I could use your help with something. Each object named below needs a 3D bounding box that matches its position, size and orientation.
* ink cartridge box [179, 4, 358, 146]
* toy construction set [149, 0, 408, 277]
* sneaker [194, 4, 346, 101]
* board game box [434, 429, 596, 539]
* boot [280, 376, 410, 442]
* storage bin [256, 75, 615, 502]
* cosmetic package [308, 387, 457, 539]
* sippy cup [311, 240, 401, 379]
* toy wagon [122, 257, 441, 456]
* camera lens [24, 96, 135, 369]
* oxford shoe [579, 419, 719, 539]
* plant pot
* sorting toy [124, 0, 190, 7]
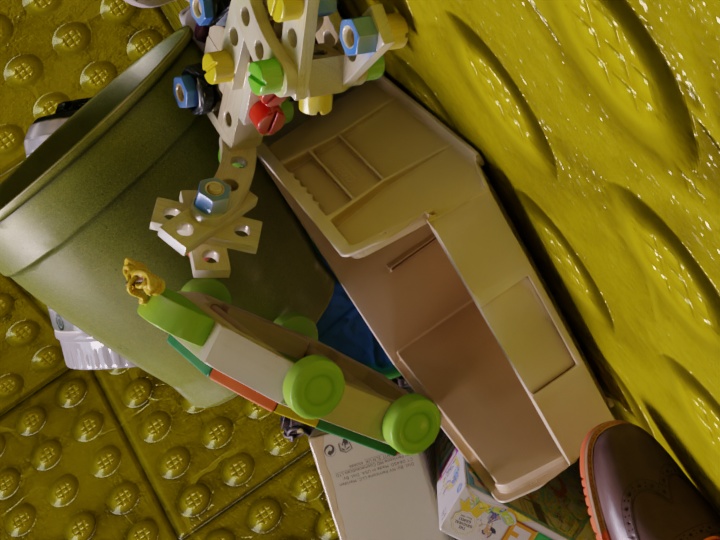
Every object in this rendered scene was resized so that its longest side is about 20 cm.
[{"bbox_3d":[-0.057,-0.135,1.039,0.146,0.084,0.200,57,177,-4],"label":"ink cartridge box"},{"bbox_3d":[-0.054,-0.095,0.774,0.092,0.200,0.131,-4,-131,-40],"label":"toy construction set"},{"bbox_3d":[-0.081,-0.186,0.889,0.200,0.083,0.081,55,177,27],"label":"sneaker"},{"bbox_3d":[0.115,0.150,0.936,0.134,0.034,0.200,29,-168,-4],"label":"board game box"},{"bbox_3d":[0.020,0.122,1.171,0.069,0.173,0.201,170,96,-81],"label":"boot"},{"bbox_3d":[0.046,0.007,0.847,0.200,0.093,0.199,58,177,-31],"label":"storage bin"},{"bbox_3d":[0.032,0.189,0.961,0.104,0.073,0.201,-27,-79,-83],"label":"cosmetic package"},{"bbox_3d":[0.000,0.000,1.082,0.178,0.139,0.130,58,178,-19],"label":"sippy cup"},{"bbox_3d":[-0.051,0.046,0.787,0.199,0.040,0.155,24,-177,-34],"label":"toy wagon"},{"bbox_3d":[-0.171,-0.035,1.098,0.160,0.159,0.201,-150,53,-83],"label":"camera lens"},{"bbox_3d":[0.184,0.157,0.718,0.201,0.071,0.073,58,149,15],"label":"oxford shoe"},{"bbox_3d":[-0.122,-0.021,0.926,0.193,0.200,0.200,48,179,-16],"label":"plant pot"},{"bbox_3d":[-0.185,-0.303,1.240,0.200,0.107,0.180,54,-176,27],"label":"sorting toy"}]
